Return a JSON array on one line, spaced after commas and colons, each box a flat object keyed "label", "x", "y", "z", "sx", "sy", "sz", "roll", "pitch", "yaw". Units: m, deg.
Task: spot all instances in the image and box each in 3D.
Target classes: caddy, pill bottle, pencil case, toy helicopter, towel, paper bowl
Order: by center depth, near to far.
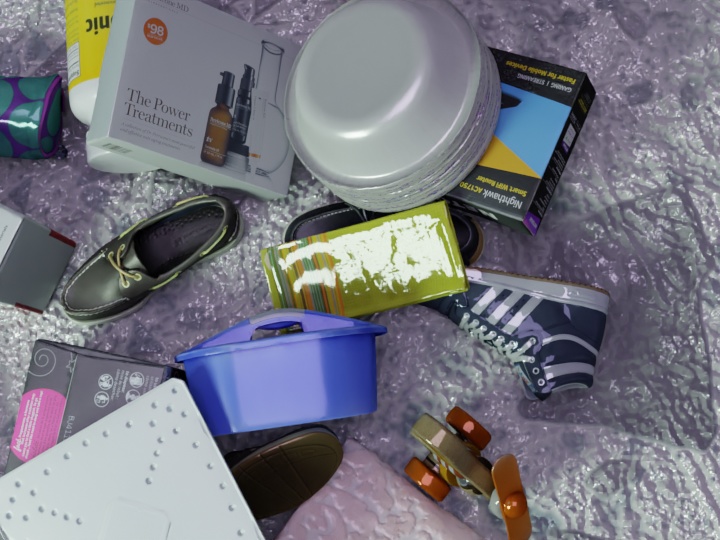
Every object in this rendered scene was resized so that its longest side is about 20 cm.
[{"label": "toy helicopter", "x": 0.092, "y": 0.171, "z": 1.007, "sx": 0.132, "sy": 0.200, "sz": 0.079, "roll": 39, "pitch": 85, "yaw": 27}, {"label": "towel", "x": 0.015, "y": 0.280, "z": 1.048, "sx": 0.199, "sy": 0.032, "sz": 0.191, "roll": 37, "pitch": 62, "yaw": 7}, {"label": "paper bowl", "x": 0.021, "y": -0.164, "z": 1.062, "sx": 0.198, "sy": 0.104, "sz": 0.204, "roll": -10, "pitch": 67, "yaw": 24}, {"label": "caddy", "x": -0.070, "y": 0.088, "z": 1.065, "sx": 0.197, "sy": 0.141, "sz": 0.107, "roll": -9, "pitch": 83, "yaw": 2}, {"label": "towel", "x": 0.000, "y": 0.000, "z": 1.088, "sx": 0.198, "sy": 0.018, "sz": 0.087, "roll": -14, "pitch": 98, "yaw": 25}, {"label": "pill bottle", "x": -0.231, "y": -0.203, "z": 1.142, "sx": 0.109, "sy": 0.111, "sz": 0.203, "roll": -6, "pitch": 81, "yaw": 4}, {"label": "pencil case", "x": -0.394, "y": -0.158, "z": 1.160, "sx": 0.197, "sy": 0.093, "sz": 0.086, "roll": 5, "pitch": 116, "yaw": 3}]

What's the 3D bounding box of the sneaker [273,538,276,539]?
[{"label": "sneaker", "x": -0.071, "y": 0.345, "z": 1.053, "sx": 0.094, "sy": 0.079, "sz": 0.203, "roll": -8, "pitch": 80, "yaw": 1}]

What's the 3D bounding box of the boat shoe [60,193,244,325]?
[{"label": "boat shoe", "x": -0.209, "y": -0.014, "z": 1.133, "sx": 0.200, "sy": 0.061, "sz": 0.072, "roll": -31, "pitch": 79, "yaw": -1}]

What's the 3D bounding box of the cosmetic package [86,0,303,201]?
[{"label": "cosmetic package", "x": -0.147, "y": -0.166, "z": 1.100, "sx": 0.198, "sy": 0.051, "sz": 0.153, "roll": 16, "pitch": 77, "yaw": -37}]

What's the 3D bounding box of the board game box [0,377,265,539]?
[{"label": "board game box", "x": -0.191, "y": 0.227, "z": 0.994, "sx": 0.198, "sy": 0.026, "sz": 0.202, "roll": -29, "pitch": 83, "yaw": 1}]

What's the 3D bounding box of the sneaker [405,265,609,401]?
[{"label": "sneaker", "x": 0.130, "y": 0.060, "z": 1.089, "sx": 0.197, "sy": 0.070, "sz": 0.110, "roll": 8, "pitch": 79, "yaw": 3}]

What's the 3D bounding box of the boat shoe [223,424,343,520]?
[{"label": "boat shoe", "x": -0.105, "y": 0.193, "z": 1.071, "sx": 0.198, "sy": 0.065, "sz": 0.074, "roll": -32, "pitch": 117, "yaw": 10}]

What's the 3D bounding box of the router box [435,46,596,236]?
[{"label": "router box", "x": 0.103, "y": -0.135, "z": 1.101, "sx": 0.198, "sy": 0.051, "sz": 0.151, "roll": 21, "pitch": 83, "yaw": 29}]

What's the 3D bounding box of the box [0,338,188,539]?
[{"label": "box", "x": -0.245, "y": 0.177, "z": 1.077, "sx": 0.130, "sy": 0.115, "sz": 0.203, "roll": 11, "pitch": 84, "yaw": 5}]

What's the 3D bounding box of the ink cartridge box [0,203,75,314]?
[{"label": "ink cartridge box", "x": -0.394, "y": -0.043, "z": 1.110, "sx": 0.198, "sy": 0.146, "sz": 0.084, "roll": 25, "pitch": 85, "yaw": 9}]

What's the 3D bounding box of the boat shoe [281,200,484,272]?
[{"label": "boat shoe", "x": 0.020, "y": -0.033, "z": 1.118, "sx": 0.197, "sy": 0.062, "sz": 0.076, "roll": 2, "pitch": 82, "yaw": 6}]
